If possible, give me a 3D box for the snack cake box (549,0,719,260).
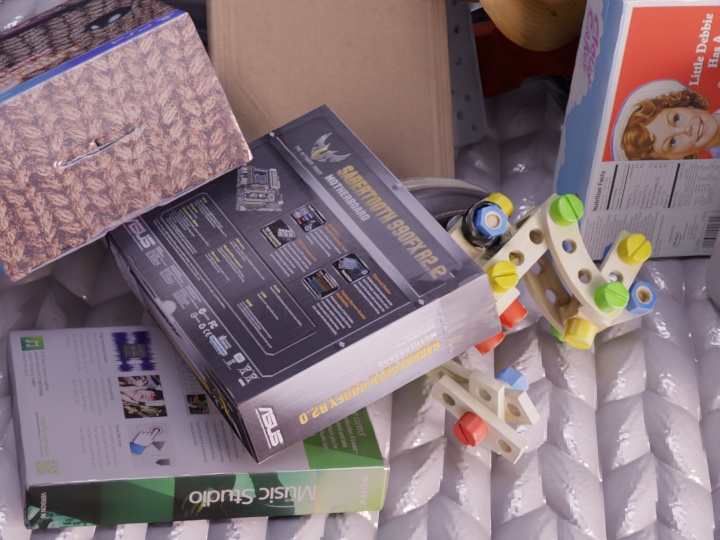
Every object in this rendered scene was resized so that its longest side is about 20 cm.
[{"bbox_3d":[0.196,-0.105,1.457,0.115,0.200,0.067,-2,37,-13],"label":"snack cake box"}]

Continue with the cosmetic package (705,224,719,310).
[{"bbox_3d":[0.332,-0.007,1.364,0.166,0.167,0.200,-3,34,-15],"label":"cosmetic package"}]

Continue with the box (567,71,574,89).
[{"bbox_3d":[0.260,-0.177,1.522,0.200,0.199,0.050,-3,57,-13],"label":"box"}]

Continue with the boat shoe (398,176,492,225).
[{"bbox_3d":[0.000,0.000,1.398,0.200,0.075,0.073,-14,48,-13],"label":"boat shoe"}]

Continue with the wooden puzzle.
[{"bbox_3d":[-0.021,-0.118,1.468,0.185,0.037,0.200,4,74,-34],"label":"wooden puzzle"}]

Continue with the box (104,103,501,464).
[{"bbox_3d":[-0.038,0.002,1.292,0.158,0.048,0.200,-28,43,-13],"label":"box"}]

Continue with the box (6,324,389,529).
[{"bbox_3d":[-0.095,0.084,1.279,0.200,0.036,0.144,-3,35,-11],"label":"box"}]

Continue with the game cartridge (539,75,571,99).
[{"bbox_3d":[0.218,-0.129,1.649,0.130,0.038,0.200,-6,36,-25],"label":"game cartridge"}]

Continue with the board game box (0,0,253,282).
[{"bbox_3d":[-0.179,-0.090,1.368,0.159,0.097,0.200,-28,20,-12],"label":"board game box"}]

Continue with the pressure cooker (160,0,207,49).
[{"bbox_3d":[-0.071,-0.240,1.618,0.176,0.179,0.200,-22,22,-31],"label":"pressure cooker"}]

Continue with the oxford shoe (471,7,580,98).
[{"bbox_3d":[0.146,-0.179,1.620,0.200,0.071,0.073,-7,37,21],"label":"oxford shoe"}]

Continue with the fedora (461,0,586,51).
[{"bbox_3d":[0.093,-0.240,1.520,0.082,0.201,0.201,-5,24,35],"label":"fedora"}]

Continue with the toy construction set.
[{"bbox_3d":[0.089,0.028,1.345,0.131,0.092,0.200,48,48,-6],"label":"toy construction set"}]

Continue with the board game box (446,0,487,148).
[{"bbox_3d":[-0.013,-0.165,1.528,0.200,0.200,0.026,-17,15,-31],"label":"board game box"}]
